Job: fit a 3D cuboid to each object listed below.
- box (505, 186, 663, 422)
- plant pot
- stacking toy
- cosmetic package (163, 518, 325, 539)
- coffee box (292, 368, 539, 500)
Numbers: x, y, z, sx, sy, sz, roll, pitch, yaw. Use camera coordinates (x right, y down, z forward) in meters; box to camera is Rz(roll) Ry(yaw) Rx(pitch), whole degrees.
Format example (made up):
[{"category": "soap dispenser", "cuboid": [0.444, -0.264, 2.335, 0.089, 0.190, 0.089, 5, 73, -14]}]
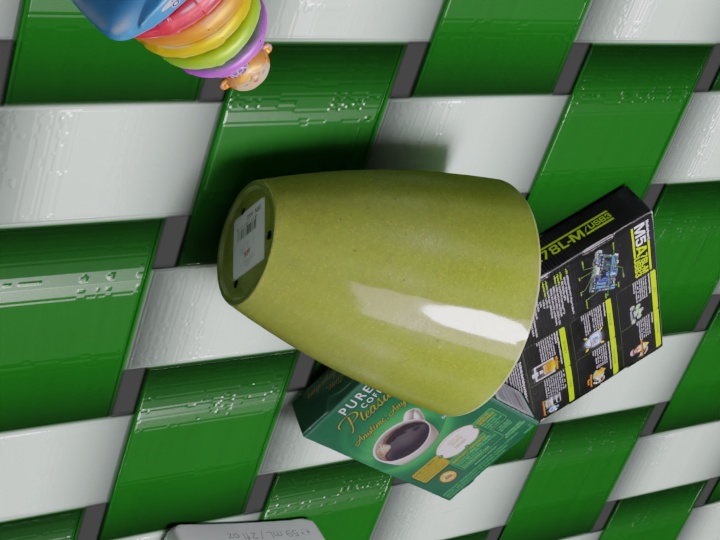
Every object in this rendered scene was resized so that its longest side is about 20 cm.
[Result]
[{"category": "box", "cuboid": [0.186, 0.045, 1.479, 0.192, 0.048, 0.201, -32, 140, -12]}, {"category": "plant pot", "cuboid": [0.000, 0.000, 1.207, 0.198, 0.188, 0.188, 13, 119, -28]}, {"category": "stacking toy", "cuboid": [-0.102, -0.165, 1.024, 0.116, 0.110, 0.200, -41, 152, -2]}, {"category": "cosmetic package", "cuboid": [-0.092, 0.349, 1.422, 0.164, 0.200, 0.166, 4, 125, -41]}, {"category": "coffee box", "cuboid": [0.050, 0.125, 1.413, 0.199, 0.044, 0.123, 27, 118, -39]}]
